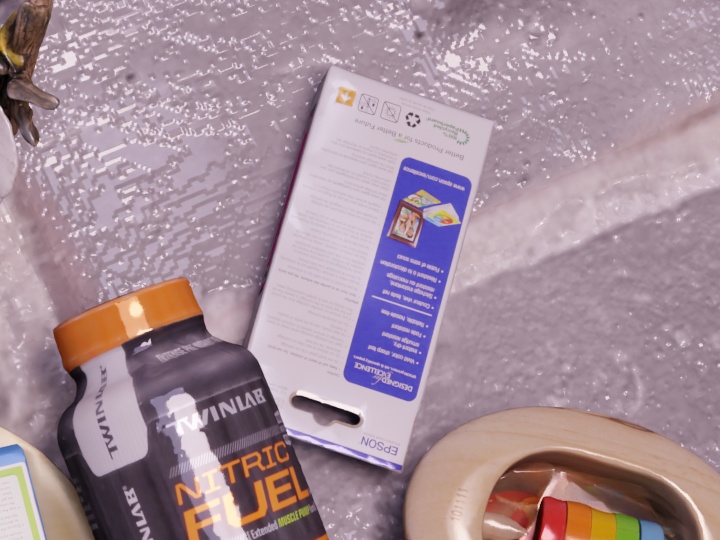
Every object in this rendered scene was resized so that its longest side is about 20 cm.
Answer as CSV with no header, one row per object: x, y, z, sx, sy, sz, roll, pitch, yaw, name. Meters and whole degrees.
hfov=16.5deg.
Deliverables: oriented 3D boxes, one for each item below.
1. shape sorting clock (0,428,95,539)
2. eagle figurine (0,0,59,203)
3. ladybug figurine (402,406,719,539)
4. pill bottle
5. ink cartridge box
-0.213,0.165,1.181,0.199,0.039,0.202,6,73,-19,shape sorting clock
-0.254,-0.107,1.218,0.199,0.151,0.153,6,83,-22,eagle figurine
0.113,0.143,1.252,0.199,0.072,0.137,19,70,-6,ladybug figurine
-0.080,0.107,1.190,0.106,0.106,0.201,-21,87,-18,pill bottle
0.000,0.000,1.289,0.094,0.037,0.201,18,68,-8,ink cartridge box
